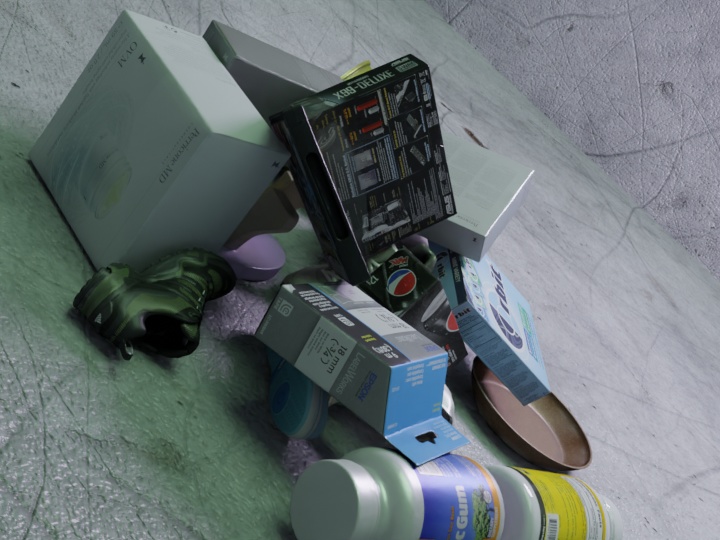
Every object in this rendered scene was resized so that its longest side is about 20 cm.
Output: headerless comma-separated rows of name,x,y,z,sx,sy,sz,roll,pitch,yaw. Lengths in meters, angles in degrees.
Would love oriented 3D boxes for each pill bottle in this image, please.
pill bottle,0.033,0.219,1.093,0.199,0.112,0.112,14,33,-48
pill bottle,0.188,0.267,1.256,0.199,0.113,0.113,18,30,-46

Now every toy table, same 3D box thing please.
toy table,-0.142,-0.077,1.388,0.200,0.117,0.184,6,39,-54

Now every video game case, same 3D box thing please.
video game case,-0.045,-0.081,1.244,0.200,0.025,0.182,-142,-150,-80

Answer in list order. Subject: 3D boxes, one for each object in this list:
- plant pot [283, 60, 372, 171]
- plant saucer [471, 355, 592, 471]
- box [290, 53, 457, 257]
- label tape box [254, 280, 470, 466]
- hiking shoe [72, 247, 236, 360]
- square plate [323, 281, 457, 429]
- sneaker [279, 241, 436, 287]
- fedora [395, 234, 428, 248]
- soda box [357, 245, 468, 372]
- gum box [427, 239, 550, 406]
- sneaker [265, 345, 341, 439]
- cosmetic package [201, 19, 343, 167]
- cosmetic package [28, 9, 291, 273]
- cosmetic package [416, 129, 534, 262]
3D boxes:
plant pot,-0.005,-0.160,1.710,0.193,0.200,0.200,50,21,-2
plant saucer,0.213,0.190,1.557,0.200,0.037,0.201,35,21,-15
box,0.019,-0.124,1.373,0.050,0.157,0.201,44,-25,52
label tape box,0.018,0.090,1.142,0.200,0.063,0.144,36,16,20
hiking shoe,-0.183,0.041,1.163,0.200,0.076,0.101,-14,65,-54
square plate,0.042,0.103,1.329,0.200,0.028,0.198,46,-9,17
sneaker,0.000,0.000,1.433,0.199,0.092,0.076,-8,55,-29
fedora,0.061,-0.029,1.618,0.200,0.176,0.091,40,47,-39
soda box,0.063,0.057,1.354,0.063,0.071,0.200,45,-9,29
gum box,0.162,0.050,1.537,0.200,0.044,0.170,46,24,-34
sneaker,-0.026,0.119,1.243,0.130,0.080,0.200,29,24,-23
cosmetic package,-0.106,-0.192,1.373,0.199,0.107,0.090,21,28,-40
cosmetic package,-0.211,-0.118,1.236,0.123,0.200,0.200,9,37,-53
cosmetic package,0.099,-0.109,1.528,0.199,0.052,0.151,26,46,17
